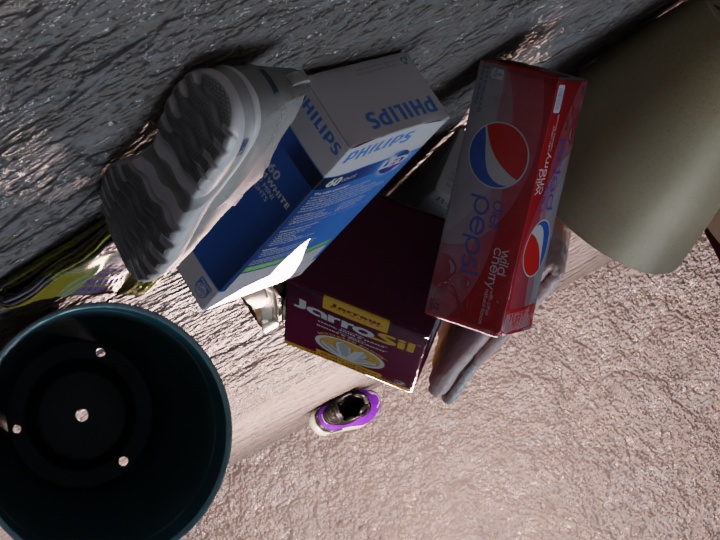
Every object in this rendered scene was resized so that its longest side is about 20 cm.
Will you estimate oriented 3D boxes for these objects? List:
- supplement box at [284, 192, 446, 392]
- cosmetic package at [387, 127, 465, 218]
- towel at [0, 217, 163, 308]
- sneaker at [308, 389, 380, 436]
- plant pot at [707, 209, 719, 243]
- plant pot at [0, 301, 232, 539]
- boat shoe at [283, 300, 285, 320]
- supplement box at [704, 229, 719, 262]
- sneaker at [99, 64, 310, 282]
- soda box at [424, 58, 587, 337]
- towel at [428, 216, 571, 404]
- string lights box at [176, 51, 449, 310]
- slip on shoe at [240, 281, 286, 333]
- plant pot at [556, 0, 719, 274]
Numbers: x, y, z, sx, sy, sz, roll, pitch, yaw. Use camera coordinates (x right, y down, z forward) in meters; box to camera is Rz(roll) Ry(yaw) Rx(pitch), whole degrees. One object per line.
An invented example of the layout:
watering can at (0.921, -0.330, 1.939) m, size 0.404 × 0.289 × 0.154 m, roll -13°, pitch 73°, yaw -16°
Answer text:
supplement box at (0.012, 0.016, 1.350) m, size 0.200 × 0.130 × 0.104 m, roll 97°, pitch 15°, yaw -72°
cosmetic package at (0.075, -0.038, 1.427) m, size 0.200 × 0.101 × 0.074 m, roll -43°, pitch -160°, yaw 60°
towel at (-0.163, -0.014, 1.150) m, size 0.143 × 0.023 × 0.200 m, roll -32°, pitch 171°, yaw 19°
sneaker at (-0.008, 0.281, 3.234) m, size 0.099 × 0.070 × 0.200 m, roll -37°, pitch 168°, yaw 39°
plant pot at (0.424, -0.161, 1.599) m, size 0.199 × 0.200 × 0.177 m, roll -21°, pitch 158°, yaw -40°
plant pot at (-0.218, 0.126, 1.281) m, size 0.199 × 0.201 × 0.188 m, roll -25°, pitch -174°, yaw -14°
boat shoe at (0.000, 0.000, 1.585) m, size 0.199 × 0.072 × 0.065 m, roll -15°, pitch 171°, yaw -34°
supplement box at (0.505, -0.130, 1.943) m, size 0.197 × 0.201 × 0.133 m, roll -32°, pitch 170°, yaw 28°
sneaker at (-0.091, -0.054, 0.946) m, size 0.082 × 0.075 × 0.200 m, roll -19°, pitch 167°, yaw -37°
soda box at (0.110, -0.055, 1.202) m, size 0.070 × 0.202 × 0.063 m, roll 18°, pitch -167°, yaw 26°
towel at (0.131, 0.000, 1.418) m, size 0.191 × 0.032 × 0.201 m, roll -52°, pitch -166°, yaw 35°
string lights box at (-0.039, -0.058, 1.072) m, size 0.102 × 0.059 × 0.200 m, roll -21°, pitch 162°, yaw -45°
slip on shoe at (-0.083, -0.001, 1.340) m, size 0.060 × 0.076 × 0.200 m, roll -37°, pitch 166°, yaw -5°
plant pot at (0.265, -0.132, 1.343) m, size 0.187 × 0.188 × 0.200 m, roll -16°, pitch 151°, yaw -54°
